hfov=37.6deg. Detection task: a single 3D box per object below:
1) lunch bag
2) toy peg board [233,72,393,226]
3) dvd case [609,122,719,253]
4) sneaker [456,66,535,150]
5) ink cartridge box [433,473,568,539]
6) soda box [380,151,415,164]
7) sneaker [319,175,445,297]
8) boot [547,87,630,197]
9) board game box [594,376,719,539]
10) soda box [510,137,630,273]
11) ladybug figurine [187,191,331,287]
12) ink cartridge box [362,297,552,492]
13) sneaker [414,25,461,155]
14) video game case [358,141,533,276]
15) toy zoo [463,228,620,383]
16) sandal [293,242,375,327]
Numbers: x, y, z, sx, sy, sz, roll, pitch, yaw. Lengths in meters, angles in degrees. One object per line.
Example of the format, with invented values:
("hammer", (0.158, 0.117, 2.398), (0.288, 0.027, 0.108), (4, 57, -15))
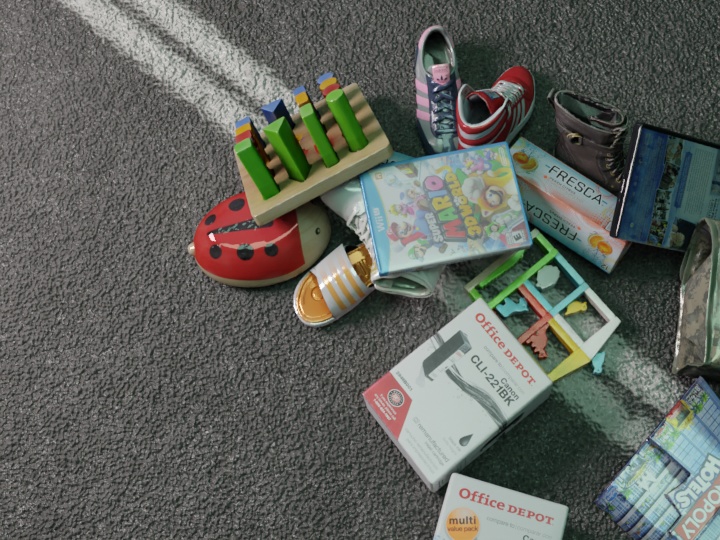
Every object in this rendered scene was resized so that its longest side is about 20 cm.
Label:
("lunch bag", (0.489, 0.041, 1.321), (0.161, 0.118, 0.203), (11, 78, -3))
("toy peg board", (-0.083, -0.188, 1.392), (0.198, 0.098, 0.200), (-27, 36, 3))
("dvd case", (0.407, -0.098, 1.345), (0.198, 0.017, 0.145), (9, 96, -30))
("sneaker", (0.185, -0.230, 1.425), (0.070, 0.113, 0.201), (18, 59, 20))
("ink cartridge box", (0.148, 0.358, 1.238), (0.143, 0.145, 0.203), (14, 73, 9))
("soda box", (0.044, -0.116, 1.434), (0.197, 0.064, 0.069), (19, 60, 9))
("sneaker", (0.022, -0.042, 1.366), (0.198, 0.074, 0.116), (27, 54, -3))
("boot", (0.326, -0.151, 1.371), (0.198, 0.174, 0.070), (26, 75, 13))
("board game box", (0.426, 0.273, 1.288), (0.199, 0.062, 0.200), (40, 79, 16))
("soda box", (0.270, -0.087, 1.397), (0.199, 0.069, 0.064), (36, 56, 14))
("ladybug figurine", (-0.138, -0.050, 1.428), (0.197, 0.072, 0.138), (-15, 72, -1))
("ink cartridge box", (0.123, 0.156, 1.336), (0.199, 0.084, 0.145), (-38, 73, -8))
("sneaker", (0.109, -0.242, 1.465), (0.069, 0.082, 0.203), (-9, 74, -2))
("video game case", (0.106, -0.079, 1.341), (0.197, 0.018, 0.145), (-11, 73, -4))
("toy zoo", (0.248, 0.058, 1.391), (0.131, 0.020, 0.201), (-37, 73, -8))
("sandal", (-0.004, -0.007, 1.411), (0.205, 0.059, 0.080), (-34, 72, -7))
